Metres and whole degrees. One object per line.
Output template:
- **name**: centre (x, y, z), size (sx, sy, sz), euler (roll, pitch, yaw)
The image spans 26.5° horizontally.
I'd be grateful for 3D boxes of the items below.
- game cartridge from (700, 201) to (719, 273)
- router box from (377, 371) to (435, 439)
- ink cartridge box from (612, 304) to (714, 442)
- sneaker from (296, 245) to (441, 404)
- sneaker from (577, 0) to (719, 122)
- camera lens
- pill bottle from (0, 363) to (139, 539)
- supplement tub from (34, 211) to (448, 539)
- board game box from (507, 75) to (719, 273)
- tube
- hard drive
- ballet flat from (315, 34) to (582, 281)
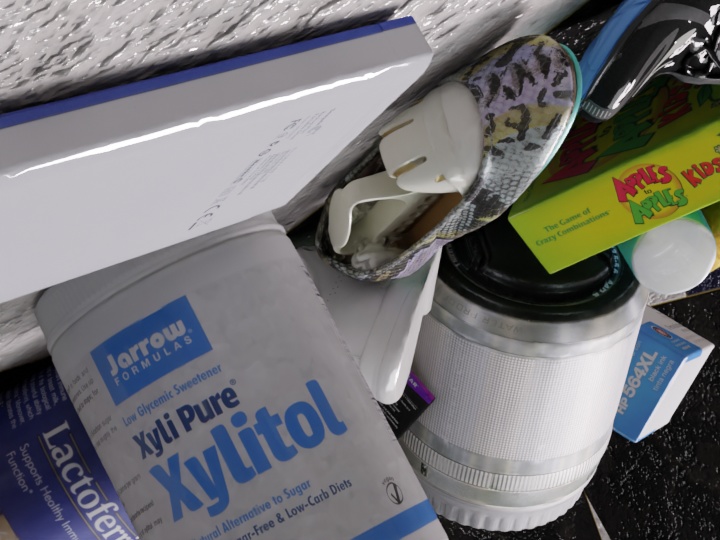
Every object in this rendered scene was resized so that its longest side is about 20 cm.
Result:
- **game cartridge**: centre (0.276, -0.110, 0.934), size (0.200, 0.032, 0.177), euler (-36, -150, 39)
- **router box**: centre (-0.055, 0.149, 0.991), size (0.200, 0.051, 0.149), euler (-45, 177, 40)
- **ink cartridge box**: centre (0.175, 0.047, 1.255), size (0.085, 0.200, 0.146), euler (-61, 162, 12)
- **sneaker**: centre (0.000, 0.000, 0.884), size (0.200, 0.088, 0.076), euler (-64, 164, -63)
- **sneaker**: centre (0.189, -0.121, 0.753), size (0.199, 0.083, 0.071), euler (-26, 170, -20)
- **camera lens**: centre (0.103, 0.057, 1.043), size (0.159, 0.160, 0.201), euler (-23, 136, -34)
- **pill bottle**: centre (-0.134, 0.096, 0.858), size (0.199, 0.116, 0.116), euler (-30, 171, -1)
- **supplement tub**: centre (-0.057, 0.079, 0.730), size (0.131, 0.201, 0.132), euler (-29, 172, -5)
- **board game box**: centre (0.187, -0.078, 0.880), size (0.199, 0.048, 0.102), euler (-25, -155, 35)
- **tube**: centre (0.177, -0.053, 0.977), size (0.077, 0.051, 0.200), euler (-29, -155, 10)
- **hard drive**: centre (-0.080, -0.036, 0.575), size (0.199, 0.025, 0.132), euler (-22, 168, -41)
- **ballet flat**: centre (0.031, -0.046, 0.746), size (0.072, 0.072, 0.200), euler (-23, 168, -34)
